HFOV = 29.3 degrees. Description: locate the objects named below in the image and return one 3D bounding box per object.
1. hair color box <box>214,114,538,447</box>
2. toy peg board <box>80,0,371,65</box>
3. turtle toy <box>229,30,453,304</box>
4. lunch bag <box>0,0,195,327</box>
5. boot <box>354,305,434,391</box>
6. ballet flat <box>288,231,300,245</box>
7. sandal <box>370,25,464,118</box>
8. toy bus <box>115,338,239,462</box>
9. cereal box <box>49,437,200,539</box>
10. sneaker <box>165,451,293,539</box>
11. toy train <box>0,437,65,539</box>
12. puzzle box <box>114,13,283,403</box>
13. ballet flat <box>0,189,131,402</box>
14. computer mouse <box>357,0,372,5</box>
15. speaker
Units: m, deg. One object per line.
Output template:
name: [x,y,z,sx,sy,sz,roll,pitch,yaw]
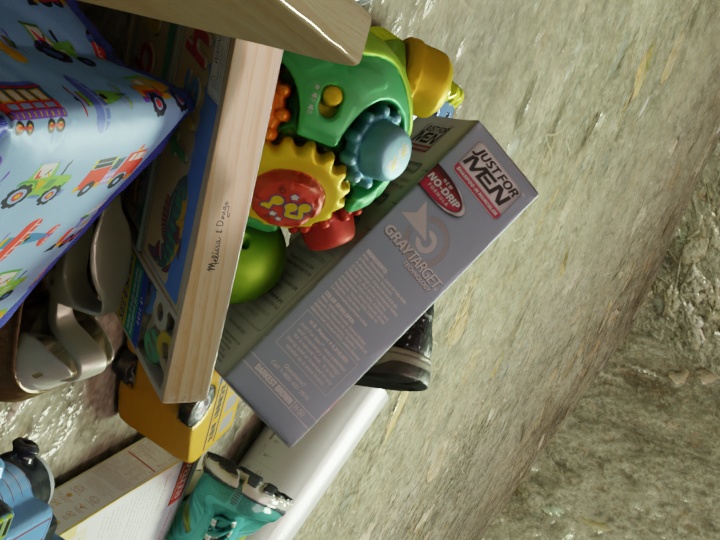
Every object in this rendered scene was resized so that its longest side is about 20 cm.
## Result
hair color box: [0.000,0.000,0.798,0.200,0.061,0.099,-46,-161,-6]
toy peg board: [-0.104,-0.148,0.393,0.200,0.197,0.099,15,90,-73]
turtle toy: [-0.045,-0.059,0.732,0.200,0.144,0.102,128,-27,-47]
lunch bag: [-0.182,-0.013,0.580,0.201,0.094,0.150,-55,168,20]
boot: [-0.012,-0.002,0.972,0.073,0.202,0.156,21,80,-41]
ballet flat: [-0.030,0.001,0.875,0.067,0.067,0.203,5,102,-60]
sandal: [0.005,-0.120,0.953,0.088,0.079,0.199,-57,157,15]
toy bus: [-0.106,0.033,0.892,0.078,0.065,0.202,-40,155,-48]
cereal box: [-0.196,0.200,0.964,0.200,0.039,0.145,-27,145,-62]
sneaker: [-0.107,0.194,1.049,0.080,0.077,0.200,-63,-173,-25]
toy train: [-0.216,0.152,0.717,0.115,0.086,0.200,-65,172,7]
puzzle box: [-0.089,-0.056,0.665,0.025,0.133,0.202,-1,121,-28]
ballet flat: [-0.151,0.009,0.703,0.067,0.072,0.202,-19,140,-46]
computer mouse: [-0.003,-0.186,0.829,0.109,0.044,0.200,-29,-173,28]
speaker: [-0.060,0.170,1.239,0.201,0.081,0.081,-54,163,-17]
